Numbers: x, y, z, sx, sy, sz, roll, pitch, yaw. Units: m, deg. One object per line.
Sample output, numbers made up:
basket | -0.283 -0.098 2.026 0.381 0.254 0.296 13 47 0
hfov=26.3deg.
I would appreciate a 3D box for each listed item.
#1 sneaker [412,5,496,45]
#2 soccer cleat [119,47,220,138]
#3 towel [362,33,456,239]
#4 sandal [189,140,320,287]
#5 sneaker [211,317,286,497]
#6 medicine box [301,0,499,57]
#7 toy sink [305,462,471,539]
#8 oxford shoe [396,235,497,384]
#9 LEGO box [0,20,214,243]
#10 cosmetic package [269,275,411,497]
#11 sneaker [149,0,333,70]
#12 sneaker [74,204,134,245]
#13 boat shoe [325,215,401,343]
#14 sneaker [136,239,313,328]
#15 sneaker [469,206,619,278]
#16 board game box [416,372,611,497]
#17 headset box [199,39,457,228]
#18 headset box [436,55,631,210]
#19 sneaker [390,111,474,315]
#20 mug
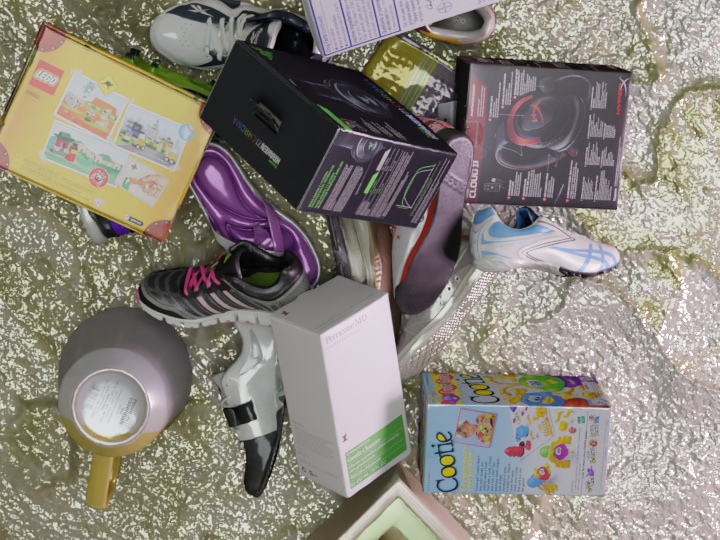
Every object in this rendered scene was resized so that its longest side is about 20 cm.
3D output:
sneaker | 0.049 -0.290 1.618 0.197 0.090 0.076 14 98 -4
soccer cleat | -0.183 -0.167 1.645 0.198 0.068 0.082 23 107 1
towel | 0.042 -0.147 1.674 0.143 0.023 0.201 32 96 -7
sandal | -0.124 -0.049 1.667 0.082 0.050 0.203 -41 99 5
sneaker | -0.123 0.145 1.688 0.087 0.074 0.203 7 88 -4
medicine box | 0.022 -0.340 1.557 0.197 0.103 0.184 -17 55 0
toy sink | 0.012 0.330 1.697 0.200 0.112 0.130 -43 97 4
oxford shoe | 0.080 0.044 1.685 0.058 0.075 0.201 39 100 19
LEGO box | -0.258 -0.139 1.550 0.198 0.077 0.150 25 94 -15
cosmetic package | -0.020 0.122 1.632 0.107 0.084 0.202 -31 125 -35
sneaker | -0.123 -0.240 1.598 0.196 0.130 0.081 12 96 -4
sneaker | -0.267 -0.132 1.625 0.098 0.070 0.202 -13 114 12
boat shoe | 0.000 0.000 1.674 0.064 0.072 0.203 1 114 24
sneaker | -0.144 0.009 1.640 0.197 0.074 0.088 3 133 9
sneaker | 0.202 -0.029 1.644 0.198 0.072 0.074 5 87 -35
board game box | 0.164 0.178 1.681 0.197 0.103 0.106 2 106 -3
headset box | -0.036 -0.134 1.514 0.174 0.199 0.093 44 114 35
headset box | 0.178 -0.147 1.638 0.197 0.075 0.151 1 103 -9
sneaker | 0.054 -0.064 1.621 0.067 0.108 0.204 -3 114 -38
mug | -0.251 0.144 1.639 0.148 0.153 0.189 -20 99 0
